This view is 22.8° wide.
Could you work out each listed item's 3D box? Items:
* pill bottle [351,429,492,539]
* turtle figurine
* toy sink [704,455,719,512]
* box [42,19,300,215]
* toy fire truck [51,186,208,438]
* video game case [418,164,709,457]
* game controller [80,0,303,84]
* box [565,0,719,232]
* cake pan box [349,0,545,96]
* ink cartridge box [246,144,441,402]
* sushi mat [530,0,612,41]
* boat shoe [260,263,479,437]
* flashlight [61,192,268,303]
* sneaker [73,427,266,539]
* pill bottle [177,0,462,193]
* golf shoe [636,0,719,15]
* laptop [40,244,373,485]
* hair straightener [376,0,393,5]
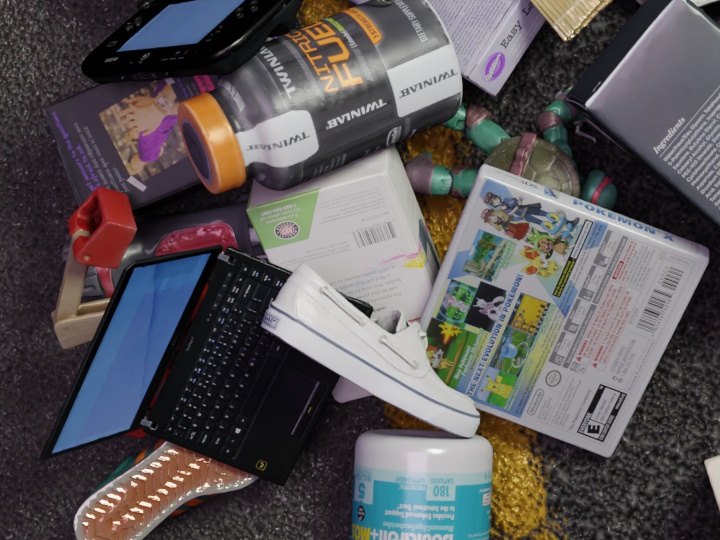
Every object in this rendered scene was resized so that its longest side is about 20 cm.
[{"bbox_3d":[0.046,0.228,1.397,0.110,0.111,0.202,2,89,14],"label":"pill bottle"},{"bbox_3d":[0.135,-0.077,1.394,0.198,0.101,0.151,20,94,19],"label":"turtle figurine"},{"bbox_3d":[0.350,0.217,1.324,0.129,0.112,0.202,-20,79,12],"label":"toy sink"},{"bbox_3d":[-0.133,-0.121,1.439,0.198,0.122,0.107,-21,91,13],"label":"box"},{"bbox_3d":[-0.194,0.040,1.427,0.201,0.140,0.049,-57,34,25],"label":"toy fire truck"},{"bbox_3d":[0.143,0.034,1.357,0.181,0.022,0.201,20,124,-1],"label":"video game case"},{"bbox_3d":[-0.126,-0.175,1.311,0.199,0.104,0.042,2,123,50],"label":"game controller"},{"bbox_3d":[0.263,-0.100,1.310,0.200,0.148,0.107,39,98,-5],"label":"box"},{"bbox_3d":[0.086,-0.257,1.394,0.184,0.052,0.201,37,97,40],"label":"cake pan box"},{"bbox_3d":[0.000,0.000,1.409,0.116,0.068,0.201,-14,123,13],"label":"ink cartridge box"},{"bbox_3d":[0.124,-0.274,1.318,0.096,0.012,0.201,-40,77,9],"label":"sushi mat"},{"bbox_3d":[0.021,0.062,1.344,0.199,0.073,0.066,31,88,-29],"label":"boat shoe"},{"bbox_3d":[-0.144,-0.016,1.475,0.198,0.068,0.068,-9,115,12],"label":"flashlight"},{"bbox_3d":[-0.150,0.163,1.471,0.199,0.080,0.072,-29,97,-10],"label":"sneaker"},{"bbox_3d":[-0.033,-0.125,1.312,0.199,0.106,0.107,-25,82,-17],"label":"pill bottle"},{"bbox_3d":[0.235,-0.230,1.381,0.198,0.073,0.093,8,90,14],"label":"golf shoe"},{"bbox_3d":[-0.113,0.083,1.352,0.198,0.104,0.178,23,113,-12],"label":"laptop"},{"bbox_3d":[0.017,-0.270,1.359,0.076,0.041,0.201,-21,45,31],"label":"hair straightener"}]
